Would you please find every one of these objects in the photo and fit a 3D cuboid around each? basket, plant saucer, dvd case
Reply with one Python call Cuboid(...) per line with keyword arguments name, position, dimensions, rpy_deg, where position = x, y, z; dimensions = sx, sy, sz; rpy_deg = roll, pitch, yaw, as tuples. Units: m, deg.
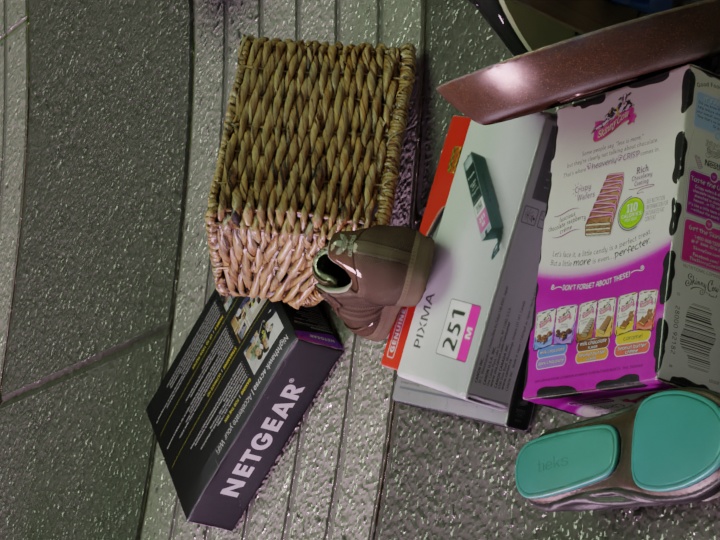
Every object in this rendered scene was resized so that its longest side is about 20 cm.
Cuboid(name="basket", position=(-0.034, -0.072, 1.612), dimensions=(0.143, 0.147, 0.201), rpy_deg=(86, -170, -54))
Cuboid(name="plant saucer", position=(0.147, -0.129, 1.271), dimensions=(0.200, 0.199, 0.035), rpy_deg=(-16, 90, 55))
Cuboid(name="dvd case", position=(0.093, 0.006, 1.431), dimensions=(0.150, 0.025, 0.202), rpy_deg=(6, 82, 59))

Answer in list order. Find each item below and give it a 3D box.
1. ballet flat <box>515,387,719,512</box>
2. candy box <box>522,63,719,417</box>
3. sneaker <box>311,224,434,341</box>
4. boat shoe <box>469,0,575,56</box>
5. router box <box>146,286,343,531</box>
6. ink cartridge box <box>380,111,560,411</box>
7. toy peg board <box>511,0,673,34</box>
Cuboid(name="ballet flat", position=(0.175, 0.110, 1.196), dimensions=(0.199, 0.068, 0.069), rpy_deg=(-15, 64, 55))
Cuboid(name="candy box", position=(0.175, -0.015, 1.267), dimensions=(0.136, 0.061, 0.202), rpy_deg=(-14, 65, 57))
Cuboid(name="sneaker", position=(0.000, 0.000, 1.457), dimensions=(0.200, 0.075, 0.071), rpy_deg=(131, 155, -73))
Cuboid(name="boat shoe", position=(0.087, -0.230, 1.418), dimensions=(0.063, 0.202, 0.074), rpy_deg=(-14, 24, 47))
Cuboid(name="router box", position=(-0.101, 0.093, 1.683), dimensions=(0.201, 0.051, 0.150), rpy_deg=(-59, 35, 24))
Cuboid(name="ink cartridge box", position=(0.070, -0.017, 1.416), dimensions=(0.173, 0.043, 0.202), rpy_deg=(14, 88, 58))
Cuboid(name="toy peg board", position=(0.168, -0.257, 1.286), dimensions=(0.097, 0.199, 0.201), rpy_deg=(22, 95, 45))
